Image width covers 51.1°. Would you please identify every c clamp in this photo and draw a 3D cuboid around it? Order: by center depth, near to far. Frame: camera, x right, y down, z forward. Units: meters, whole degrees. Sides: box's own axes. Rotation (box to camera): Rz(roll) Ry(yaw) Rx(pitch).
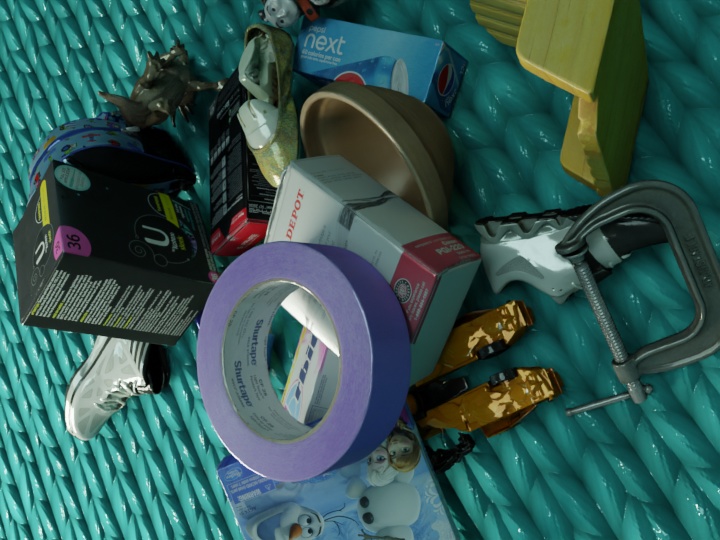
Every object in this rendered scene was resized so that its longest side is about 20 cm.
[{"bbox_3d":[0.234,0.028,0.660,0.168,0.027,0.203,-17,106,20],"label":"c clamp"}]

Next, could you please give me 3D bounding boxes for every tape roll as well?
[{"bbox_3d":[-0.054,0.078,0.668,0.197,0.065,0.205,-1,88,33],"label":"tape roll"}]

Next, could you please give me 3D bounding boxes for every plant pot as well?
[{"bbox_3d":[0.033,-0.116,0.791,0.092,0.203,0.200,-37,57,-24],"label":"plant pot"}]

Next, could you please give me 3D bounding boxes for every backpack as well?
[{"bbox_3d":[-0.352,-0.123,1.004,0.183,0.199,0.135,-46,64,21],"label":"backpack"}]

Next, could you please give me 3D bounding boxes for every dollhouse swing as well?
[{"bbox_3d":[0.150,-0.183,0.663,0.173,0.200,0.185,11,78,27],"label":"dollhouse swing"}]

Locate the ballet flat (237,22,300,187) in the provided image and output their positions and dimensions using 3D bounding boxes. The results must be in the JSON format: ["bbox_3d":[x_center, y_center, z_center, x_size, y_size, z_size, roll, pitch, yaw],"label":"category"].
[{"bbox_3d":[-0.107,-0.190,0.841,0.070,0.070,0.204,-17,64,30],"label":"ballet flat"}]

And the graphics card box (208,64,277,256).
[{"bbox_3d":[-0.144,-0.132,0.919,0.125,0.050,0.204,-30,61,56],"label":"graphics card box"}]

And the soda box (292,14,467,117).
[{"bbox_3d":[0.016,-0.234,0.855,0.198,0.064,0.069,23,97,33],"label":"soda box"}]

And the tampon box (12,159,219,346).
[{"bbox_3d":[-0.296,-0.015,0.913,0.127,0.198,0.151,-47,49,27],"label":"tampon box"}]

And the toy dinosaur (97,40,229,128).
[{"bbox_3d":[-0.263,-0.227,0.986,0.134,0.200,0.087,-21,107,45],"label":"toy dinosaur"}]

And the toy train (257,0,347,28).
[{"bbox_3d":[-0.070,-0.360,0.883,0.112,0.085,0.203,-24,46,20],"label":"toy train"}]

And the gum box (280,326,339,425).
[{"bbox_3d":[-0.048,0.163,0.822,0.113,0.065,0.204,-146,72,-71],"label":"gum box"}]

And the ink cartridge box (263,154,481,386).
[{"bbox_3d":[0.000,0.000,0.733,0.199,0.084,0.148,37,124,27],"label":"ink cartridge box"}]

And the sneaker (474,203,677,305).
[{"bbox_3d":[0.209,-0.015,0.711,0.197,0.074,0.090,-5,101,32],"label":"sneaker"}]

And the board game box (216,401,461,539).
[{"bbox_3d":[-0.014,0.246,0.743,0.197,0.043,0.202,-22,95,5],"label":"board game box"}]

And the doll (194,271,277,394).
[{"bbox_3d":[-0.158,0.101,0.944,0.137,0.048,0.201,-52,59,26],"label":"doll"}]

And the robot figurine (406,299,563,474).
[{"bbox_3d":[0.098,0.118,0.766,0.198,0.058,0.147,-30,71,29],"label":"robot figurine"}]

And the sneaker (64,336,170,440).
[{"bbox_3d":[-0.333,0.163,1.037,0.114,0.075,0.204,30,99,33],"label":"sneaker"}]
